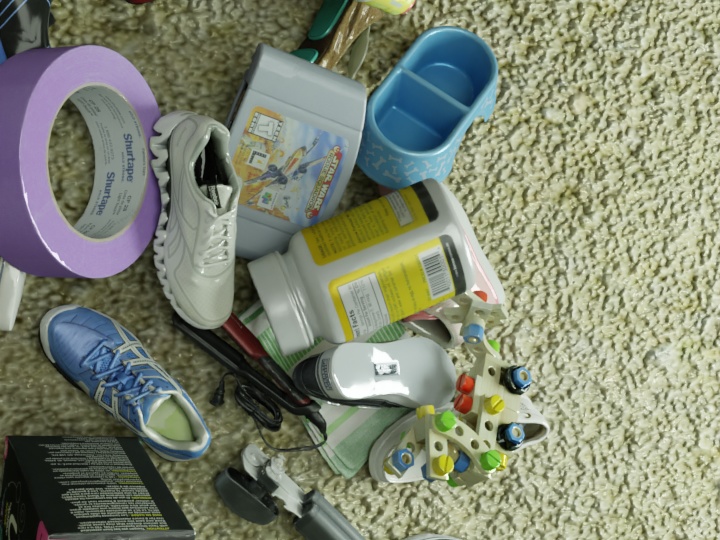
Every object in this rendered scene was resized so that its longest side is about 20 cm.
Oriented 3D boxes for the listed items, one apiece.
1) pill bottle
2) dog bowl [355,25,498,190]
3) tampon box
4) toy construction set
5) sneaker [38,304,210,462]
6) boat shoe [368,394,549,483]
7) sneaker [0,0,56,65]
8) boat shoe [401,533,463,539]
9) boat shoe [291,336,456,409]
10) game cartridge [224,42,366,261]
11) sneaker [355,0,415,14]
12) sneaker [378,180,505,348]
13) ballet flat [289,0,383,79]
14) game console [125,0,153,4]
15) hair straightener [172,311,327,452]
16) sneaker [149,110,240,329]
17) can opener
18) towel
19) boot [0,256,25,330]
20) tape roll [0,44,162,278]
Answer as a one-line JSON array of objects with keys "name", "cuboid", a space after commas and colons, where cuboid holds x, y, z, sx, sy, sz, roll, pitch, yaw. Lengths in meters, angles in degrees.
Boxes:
[{"name": "pill bottle", "cuboid": [0.000, 0.000, 1.359, 0.198, 0.114, 0.116, -22, 97, -4]}, {"name": "dog bowl", "cuboid": [0.069, -0.168, 1.440, 0.111, 0.050, 0.201, 33, 59, 6]}, {"name": "tampon box", "cuboid": [-0.234, 0.247, 1.225, 0.125, 0.200, 0.152, 3, 105, -24]}, {"name": "toy construction set", "cuboid": [0.103, 0.123, 1.397, 0.130, 0.092, 0.202, 24, 71, -21]}, {"name": "sneaker", "cuboid": [-0.211, 0.102, 1.326, 0.200, 0.077, 0.076, 41, 75, -16]}, {"name": "boat shoe", "cuboid": [0.104, 0.175, 1.463, 0.198, 0.069, 0.072, -18, 119, -23]}, {"name": "sneaker", "cuboid": [-0.323, -0.256, 1.296, 0.077, 0.070, 0.203, -18, 102, -28]}, {"name": "boat shoe", "cuboid": [0.116, 0.314, 1.473, 0.198, 0.066, 0.071, 11, 83, -22]}, {"name": "boat shoe", "cuboid": [0.015, 0.106, 1.414, 0.199, 0.067, 0.073, 2, 79, -48]}, {"name": "game cartridge", "cuboid": [-0.075, -0.103, 1.379, 0.132, 0.042, 0.202, 19, 104, -19]}, {"name": "sneaker", "cuboid": [0.002, -0.319, 1.409, 0.090, 0.078, 0.202, 25, 37, -39]}, {"name": "sneaker", "cuboid": [0.064, -0.011, 1.450, 0.105, 0.075, 0.201, -44, 110, -33]}, {"name": "ballet flat", "cuboid": [-0.038, -0.206, 1.430, 0.072, 0.067, 0.201, 47, 66, -32]}, {"name": "game console", "cuboid": [-0.160, -0.374, 1.399, 0.172, 0.118, 0.203, -20, 98, -55]}, {"name": "hair straightener", "cuboid": [-0.110, 0.108, 1.392, 0.077, 0.041, 0.200, -41, 106, 16]}, {"name": "sneaker", "cuboid": [-0.143, -0.044, 1.304, 0.075, 0.081, 0.203, -14, 103, -38]}, {"name": "can opener", "cuboid": [-0.054, 0.248, 1.410, 0.200, 0.053, 0.066, 42, 108, -12]}, {"name": "towel", "cuboid": [-0.019, 0.086, 1.444, 0.152, 0.023, 0.201, -40, 104, -21]}, {"name": "boot", "cuboid": [-0.342, -0.050, 1.285, 0.089, 0.073, 0.203, 6, 84, -9]}, {"name": "tape roll", "cuboid": [-0.254, -0.095, 1.264, 0.199, 0.065, 0.203, -2, 92, -60]}]
